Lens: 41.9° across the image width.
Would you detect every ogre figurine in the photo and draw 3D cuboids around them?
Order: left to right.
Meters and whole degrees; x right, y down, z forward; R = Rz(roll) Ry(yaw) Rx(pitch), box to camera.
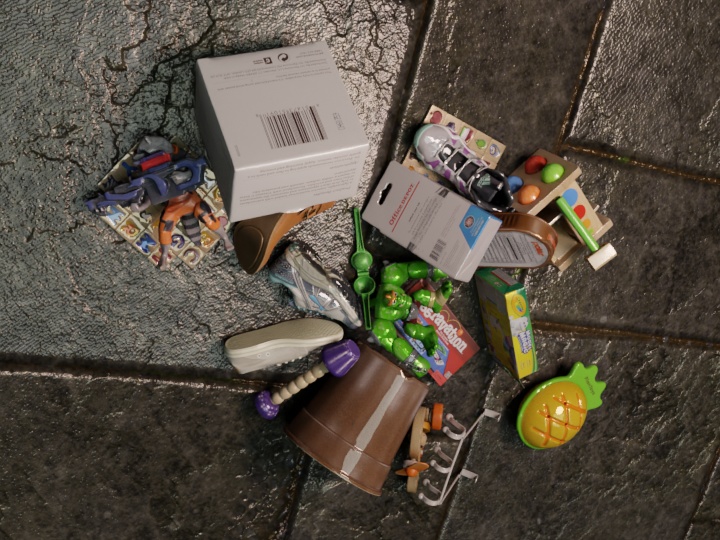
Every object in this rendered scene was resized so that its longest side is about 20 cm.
[{"bbox_3d":[0.078,0.068,1.575,0.119,0.098,0.202,15,93,-13],"label":"ogre figurine"}]

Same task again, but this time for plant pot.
[{"bbox_3d":[0.003,0.239,1.587,0.200,0.200,0.199,34,87,-30],"label":"plant pot"}]

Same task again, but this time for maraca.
[{"bbox_3d":[0.384,0.260,1.799,0.199,0.107,0.138,-36,119,-7],"label":"maraca"}]

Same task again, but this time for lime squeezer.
[{"bbox_3d":[0.000,0.000,1.560,0.037,0.071,0.202,-7,83,17],"label":"lime squeezer"}]

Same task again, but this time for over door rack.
[{"bbox_3d":[0.176,0.338,1.737,0.200,0.066,0.149,-6,118,-60],"label":"over door rack"}]

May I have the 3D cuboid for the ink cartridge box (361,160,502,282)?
[{"bbox_3d":[0.113,-0.082,1.525,0.117,0.199,0.068,-60,154,10],"label":"ink cartridge box"}]

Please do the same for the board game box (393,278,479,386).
[{"bbox_3d":[0.125,0.109,1.679,0.103,0.019,0.200,-43,120,-4],"label":"board game box"}]

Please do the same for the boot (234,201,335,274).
[{"bbox_3d":[-0.109,-0.085,1.474,0.154,0.074,0.201,-22,150,-43],"label":"boot"}]

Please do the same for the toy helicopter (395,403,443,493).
[{"bbox_3d":[0.101,0.339,1.706,0.078,0.133,0.201,6,129,5],"label":"toy helicopter"}]

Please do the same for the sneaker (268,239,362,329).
[{"bbox_3d":[-0.073,0.034,1.545,0.086,0.078,0.200,-34,123,16],"label":"sneaker"}]

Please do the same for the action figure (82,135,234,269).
[{"bbox_3d":[-0.295,-0.105,1.384,0.198,0.105,0.195,-10,109,10],"label":"action figure"}]

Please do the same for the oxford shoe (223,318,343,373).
[{"bbox_3d":[-0.125,0.125,1.547,0.198,0.075,0.058,-12,117,-14],"label":"oxford shoe"}]

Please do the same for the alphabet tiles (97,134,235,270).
[{"bbox_3d":[-0.291,-0.100,1.424,0.166,0.006,0.200,-46,120,-2],"label":"alphabet tiles"}]

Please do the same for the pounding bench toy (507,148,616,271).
[{"bbox_3d":[0.337,-0.098,1.585,0.124,0.200,0.156,-41,121,-3],"label":"pounding bench toy"}]

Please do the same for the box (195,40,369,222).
[{"bbox_3d":[-0.116,-0.199,1.332,0.197,0.201,0.131,-13,153,-19],"label":"box"}]

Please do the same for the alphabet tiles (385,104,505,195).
[{"bbox_3d":[0.138,-0.155,1.589,0.166,0.008,0.201,23,100,-29],"label":"alphabet tiles"}]

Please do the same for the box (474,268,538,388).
[{"bbox_3d":[0.263,0.102,1.680,0.048,0.117,0.201,-19,117,-14],"label":"box"}]

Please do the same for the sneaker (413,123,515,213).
[{"bbox_3d":[0.182,-0.160,1.520,0.199,0.140,0.078,34,95,-31],"label":"sneaker"}]

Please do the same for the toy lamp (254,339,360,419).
[{"bbox_3d":[-0.086,0.176,1.549,0.199,0.058,0.058,-32,123,23],"label":"toy lamp"}]

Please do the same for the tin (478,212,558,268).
[{"bbox_3d":[0.229,-0.048,1.564,0.112,0.199,0.042,51,50,-46],"label":"tin"}]
